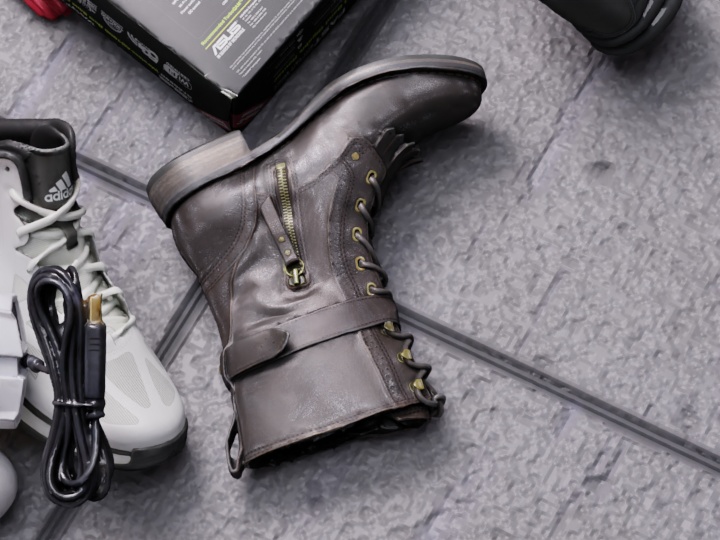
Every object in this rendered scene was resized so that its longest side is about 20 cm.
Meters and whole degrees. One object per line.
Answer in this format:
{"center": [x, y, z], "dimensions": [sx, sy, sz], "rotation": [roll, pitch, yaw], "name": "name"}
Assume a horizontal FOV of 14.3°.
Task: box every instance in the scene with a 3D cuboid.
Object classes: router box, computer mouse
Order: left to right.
{"center": [-0.189, 0.044, 1.379], "dimensions": [0.044, 0.110, 0.200], "rotation": [-11, 13, -40], "name": "computer mouse"}
{"center": [-0.062, -0.192, 1.507], "dimensions": [0.150, 0.062, 0.200], "rotation": [39, 75, 9], "name": "router box"}

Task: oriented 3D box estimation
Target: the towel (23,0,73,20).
{"center": [-0.144, -0.248, 1.559], "dimensions": [0.145, 0.022, 0.200], "rotation": [46, 76, 2], "name": "towel"}

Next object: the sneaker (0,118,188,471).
{"center": [-0.152, 0.002, 1.402], "dimensions": [0.076, 0.116, 0.200], "rotation": [-27, 59, -37], "name": "sneaker"}

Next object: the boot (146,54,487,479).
{"center": [0.000, 0.000, 1.428], "dimensions": [0.199, 0.069, 0.175], "rotation": [-25, 69, -1], "name": "boot"}

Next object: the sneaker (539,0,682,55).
{"center": [0.116, -0.188, 1.495], "dimensions": [0.071, 0.099, 0.200], "rotation": [-30, 39, 25], "name": "sneaker"}

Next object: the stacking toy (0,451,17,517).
{"center": [-0.265, 0.107, 1.383], "dimensions": [0.199, 0.146, 0.147], "rotation": [0, 63, -10], "name": "stacking toy"}
